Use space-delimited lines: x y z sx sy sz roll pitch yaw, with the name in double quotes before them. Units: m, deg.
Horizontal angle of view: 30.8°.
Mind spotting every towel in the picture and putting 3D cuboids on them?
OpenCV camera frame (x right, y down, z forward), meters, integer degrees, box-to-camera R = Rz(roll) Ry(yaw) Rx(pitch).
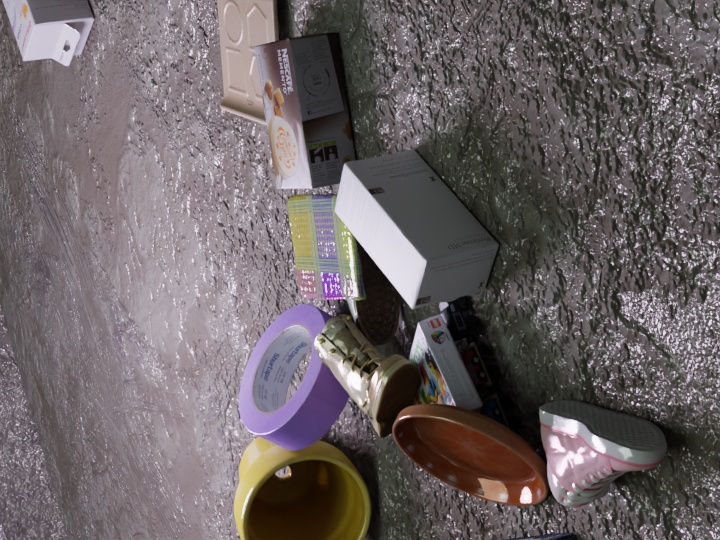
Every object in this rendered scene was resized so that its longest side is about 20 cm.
"towel" -0.046 -0.033 1.760 0.199 0.023 0.146 1 98 63

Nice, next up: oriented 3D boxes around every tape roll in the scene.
"tape roll" -0.090 0.153 1.883 0.199 0.065 0.202 -34 41 36

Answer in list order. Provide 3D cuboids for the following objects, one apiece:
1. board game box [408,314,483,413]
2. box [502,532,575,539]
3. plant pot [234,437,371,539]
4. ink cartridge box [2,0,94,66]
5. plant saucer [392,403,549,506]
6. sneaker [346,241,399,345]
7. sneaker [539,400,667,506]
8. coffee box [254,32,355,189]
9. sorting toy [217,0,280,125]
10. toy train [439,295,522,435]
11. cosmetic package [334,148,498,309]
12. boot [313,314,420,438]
"board game box" 0.099 0.156 1.634 0.201 0.034 0.127 99 151 -62
"box" 0.221 0.422 1.570 0.157 0.050 0.203 -28 76 60
"plant pot" -0.102 0.334 1.975 0.189 0.198 0.204 -136 40 -67
"ink cartridge box" -0.616 -0.515 2.575 0.129 0.124 0.202 -49 59 55
"plant saucer" 0.133 0.215 1.550 0.198 0.033 0.201 22 152 12
"sneaker" 0.000 0.000 1.780 0.090 0.066 0.203 178 80 -68
"sneaker" 0.259 0.208 1.393 0.200 0.074 0.106 -166 71 -66
"coffee box" -0.075 -0.218 1.799 0.114 0.079 0.203 7 107 59
"sorting toy" -0.161 -0.330 1.956 0.185 0.036 0.203 25 118 54
"toy train" 0.143 0.122 1.591 0.034 0.045 0.202 -46 62 56
"cosmetic package" 0.065 -0.053 1.592 0.200 0.112 0.082 49 140 37
"boot" 0.005 0.118 1.681 0.156 0.072 0.200 52 166 19
